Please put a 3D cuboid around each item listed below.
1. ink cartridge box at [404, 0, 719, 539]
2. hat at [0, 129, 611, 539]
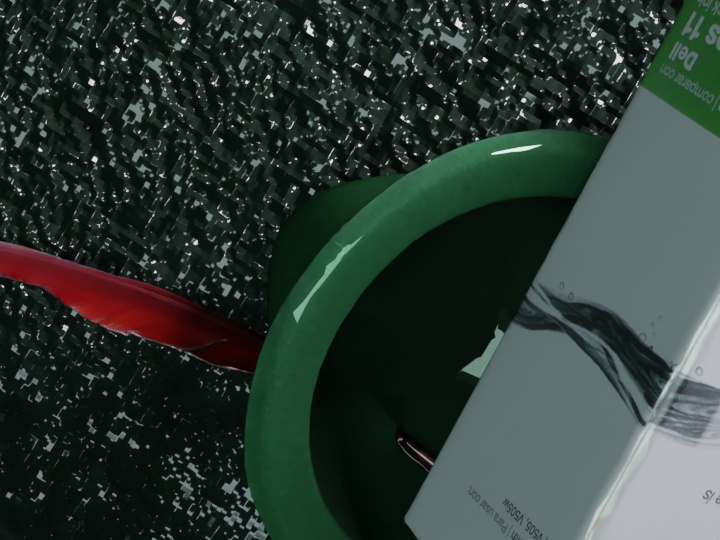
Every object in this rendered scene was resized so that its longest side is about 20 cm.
[{"bbox_3d":[0.125,0.029,0.744,0.146,0.083,0.201,22,102,-34],"label":"ink cartridge box"},{"bbox_3d":[0.000,0.000,0.825,0.200,0.176,0.166,26,100,-35],"label":"hat"}]
